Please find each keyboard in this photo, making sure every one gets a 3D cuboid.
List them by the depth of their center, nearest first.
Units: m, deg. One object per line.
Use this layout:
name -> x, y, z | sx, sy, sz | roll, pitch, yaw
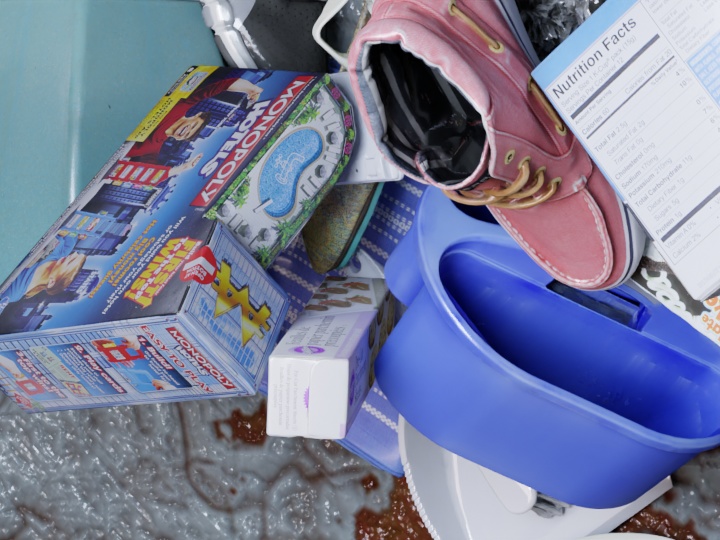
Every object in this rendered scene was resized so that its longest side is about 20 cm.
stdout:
keyboard -> -0.035, -0.070, 1.486 | 0.200, 0.011, 0.056 | -2, 97, 60

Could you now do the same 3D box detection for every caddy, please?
caddy -> 0.102, 0.027, 1.412 | 0.200, 0.142, 0.105 | 24, 134, -19

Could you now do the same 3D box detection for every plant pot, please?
plant pot -> -0.149, -0.052, 1.599 | 0.141, 0.141, 0.200 | 5, 95, 46

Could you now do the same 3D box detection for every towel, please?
towel -> 0.000, 0.000, 1.581 | 0.145, 0.024, 0.200 | 33, 118, 25

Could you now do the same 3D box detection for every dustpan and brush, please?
dustpan and brush -> 0.056, 0.067, 1.528 | 0.140, 0.057, 0.200 | -40, 75, 31

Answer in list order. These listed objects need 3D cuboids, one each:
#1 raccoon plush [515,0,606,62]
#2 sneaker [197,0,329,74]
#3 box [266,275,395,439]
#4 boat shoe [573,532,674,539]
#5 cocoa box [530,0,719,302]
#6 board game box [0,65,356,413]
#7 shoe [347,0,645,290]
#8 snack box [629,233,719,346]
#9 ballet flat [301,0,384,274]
raccoon plush -> 0.056, -0.158, 1.372 | 0.134, 0.097, 0.200 | -22, 76, 15
sneaker -> -0.034, -0.192, 1.523 | 0.115, 0.075, 0.200 | -24, 81, 34
box -> -0.012, 0.040, 1.422 | 0.039, 0.200, 0.042 | 3, 100, 7
boat shoe -> 0.106, 0.197, 1.535 | 0.200, 0.062, 0.073 | -27, 55, 25
cocoa box -> 0.199, -0.086, 1.295 | 0.133, 0.200, 0.131 | -43, 74, 29
board game box -> -0.083, -0.008, 1.425 | 0.062, 0.200, 0.200 | 47, 163, -26
shoe -> 0.059, -0.051, 1.288 | 0.071, 0.091, 0.200 | -15, 121, 31
snack box -> 0.184, -0.006, 1.385 | 0.200, 0.116, 0.037 | 38, 121, 24
ballet flat -> -0.002, -0.098, 1.504 | 0.071, 0.071, 0.200 | 30, 101, 27
